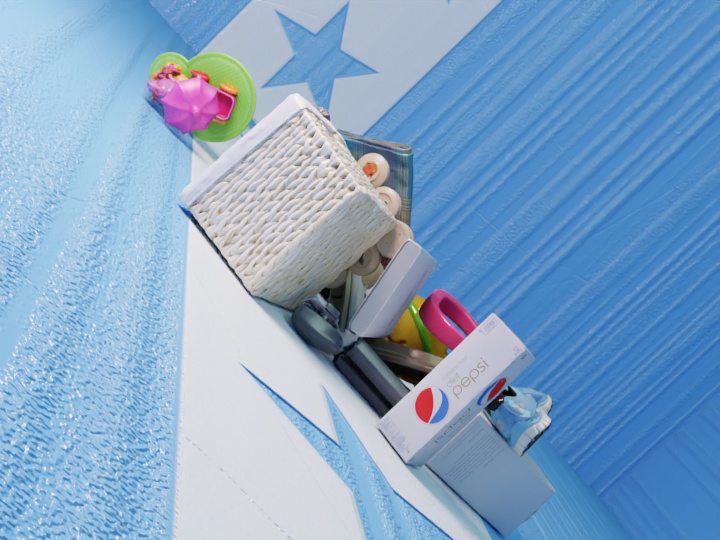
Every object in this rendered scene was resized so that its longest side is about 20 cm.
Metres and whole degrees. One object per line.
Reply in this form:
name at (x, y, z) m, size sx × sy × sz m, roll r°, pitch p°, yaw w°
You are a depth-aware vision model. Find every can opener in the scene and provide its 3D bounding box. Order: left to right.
can opener at (-0.015, 0.120, 1.303) m, size 0.200 × 0.053 × 0.067 m, roll 48°, pitch 37°, yaw -8°

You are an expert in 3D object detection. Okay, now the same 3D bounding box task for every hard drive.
hard drive at (0.047, 0.029, 1.357) m, size 0.026 × 0.133 × 0.200 m, roll 35°, pitch 2°, yaw 11°

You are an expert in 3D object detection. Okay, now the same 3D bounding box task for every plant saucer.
plant saucer at (0.076, 0.132, 1.441) m, size 0.197 × 0.030 × 0.200 m, roll 18°, pitch -9°, yaw 3°

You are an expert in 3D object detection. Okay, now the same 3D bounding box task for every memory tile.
memory tile at (-0.033, -0.056, 1.386) m, size 0.017 × 0.197 × 0.156 m, roll 21°, pitch 48°, yaw -65°

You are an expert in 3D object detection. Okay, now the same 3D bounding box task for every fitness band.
fitness band at (0.148, 0.089, 1.486) m, size 0.144 × 0.037 × 0.200 m, roll 45°, pitch 12°, yaw 3°

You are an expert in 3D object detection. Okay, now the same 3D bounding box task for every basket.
basket at (-0.080, -0.078, 1.291) m, size 0.162 × 0.199 × 0.198 m, roll 51°, pitch 6°, yaw 17°

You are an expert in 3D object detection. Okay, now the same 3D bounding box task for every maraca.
maraca at (0.085, 0.125, 1.591) m, size 0.137 × 0.105 × 0.203 m, roll -128°, pitch -158°, yaw -62°

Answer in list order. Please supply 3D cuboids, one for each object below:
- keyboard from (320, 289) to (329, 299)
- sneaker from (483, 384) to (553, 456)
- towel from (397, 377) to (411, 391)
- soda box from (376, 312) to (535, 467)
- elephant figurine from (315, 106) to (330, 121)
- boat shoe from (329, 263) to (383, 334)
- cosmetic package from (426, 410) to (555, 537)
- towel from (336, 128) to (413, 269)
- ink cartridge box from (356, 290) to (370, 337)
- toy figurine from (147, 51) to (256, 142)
keyboard at (-0.105, -0.035, 1.679) m, size 0.200 × 0.040 × 0.104 m, roll 46°, pitch 5°, yaw -21°
sneaker at (0.208, 0.180, 1.404) m, size 0.090 × 0.078 × 0.200 m, roll 44°, pitch 5°, yaw 3°
towel at (0.104, 0.237, 1.521) m, size 0.200 × 0.022 × 0.145 m, roll 45°, pitch 8°, yaw -20°
soda box at (0.117, 0.148, 1.262) m, size 0.064 × 0.200 × 0.068 m, roll 49°, pitch 5°, yaw 25°
elephant figurine at (-0.088, -0.123, 1.508) m, size 0.153 × 0.204 × 0.141 m, roll 3°, pitch -4°, yaw 30°
boat shoe at (0.000, 0.000, 1.468) m, size 0.067 × 0.204 × 0.075 m, roll 8°, pitch -2°, yaw -21°
cosmetic package at (0.169, 0.265, 1.416) m, size 0.200 × 0.101 × 0.074 m, roll 47°, pitch 6°, yaw -31°
towel at (0.013, -0.096, 1.520) m, size 0.145 × 0.204 × 0.022 m, roll 16°, pitch 26°, yaw 32°
ink cartridge box at (0.014, 0.065, 1.730) m, size 0.176 × 0.044 × 0.202 m, roll 41°, pitch 20°, yaw -53°
toy figurine at (-0.284, -0.290, 1.684) m, size 0.197 × 0.152 × 0.184 m, roll 26°, pitch 14°, yaw 3°
